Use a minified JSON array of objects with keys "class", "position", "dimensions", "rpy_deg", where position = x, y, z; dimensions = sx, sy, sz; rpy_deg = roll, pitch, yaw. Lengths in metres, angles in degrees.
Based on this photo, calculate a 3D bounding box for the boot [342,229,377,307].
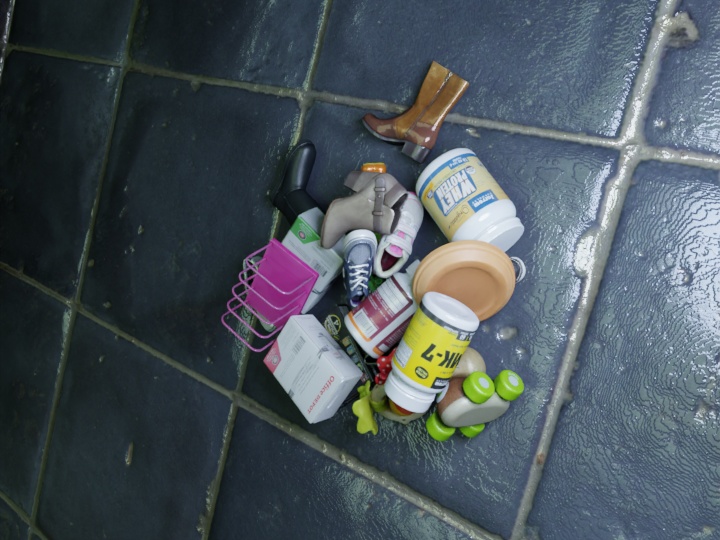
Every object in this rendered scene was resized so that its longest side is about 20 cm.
[{"class":"boot","position":[0.000,0.000,1.277],"dimensions":[0.072,0.201,0.091],"rpy_deg":[-4,64,-5]}]

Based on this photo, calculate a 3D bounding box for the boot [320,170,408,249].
[{"class":"boot","position":[0.009,-0.110,1.272],"dimensions":[0.145,0.070,0.202],"rpy_deg":[30,106,27]}]

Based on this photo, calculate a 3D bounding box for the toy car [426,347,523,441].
[{"class":"toy car","position":[0.195,0.205,1.224],"dimensions":[0.165,0.156,0.201],"rpy_deg":[-56,44,36]}]

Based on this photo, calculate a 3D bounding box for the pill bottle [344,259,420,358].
[{"class":"pill bottle","position":[0.073,0.078,1.277],"dimensions":[0.200,0.114,0.115],"rpy_deg":[-40,66,6]}]

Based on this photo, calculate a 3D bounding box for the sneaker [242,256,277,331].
[{"class":"sneaker","position":[-0.260,0.060,1.569],"dimensions":[0.073,0.071,0.202],"rpy_deg":[-27,73,29]}]

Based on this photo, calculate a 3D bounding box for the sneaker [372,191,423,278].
[{"class":"sneaker","position":[0.081,-0.065,1.295],"dimensions":[0.080,0.088,0.202],"rpy_deg":[17,106,-8]}]

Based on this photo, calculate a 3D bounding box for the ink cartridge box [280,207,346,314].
[{"class":"ink cartridge box","position":[-0.119,-0.020,1.427],"dimensions":[0.147,0.083,0.200],"rpy_deg":[44,125,6]}]

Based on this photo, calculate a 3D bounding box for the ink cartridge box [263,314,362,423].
[{"class":"ink cartridge box","position":[-0.111,0.221,1.398],"dimensions":[0.200,0.082,0.147],"rpy_deg":[46,114,27]}]

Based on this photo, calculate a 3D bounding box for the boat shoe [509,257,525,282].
[{"class":"boat shoe","position":[0.237,0.033,1.246],"dimensions":[0.199,0.060,0.075],"rpy_deg":[-26,79,31]}]

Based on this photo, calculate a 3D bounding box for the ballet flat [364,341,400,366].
[{"class":"ballet flat","position":[0.086,0.179,1.312],"dimensions":[0.199,0.056,0.067],"rpy_deg":[-25,86,49]}]

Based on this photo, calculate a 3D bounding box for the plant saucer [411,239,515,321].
[{"class":"plant saucer","position":[0.198,0.033,1.171],"dimensions":[0.200,0.200,0.038],"rpy_deg":[-39,30,25]}]

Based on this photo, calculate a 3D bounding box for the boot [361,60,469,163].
[{"class":"boot","position":[0.113,-0.364,1.346],"dimensions":[0.188,0.068,0.201],"rpy_deg":[37,106,30]}]

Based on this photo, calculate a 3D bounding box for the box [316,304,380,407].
[{"class":"box","position":[-0.055,0.204,1.439],"dimensions":[0.161,0.049,0.201],"rpy_deg":[-38,68,30]}]

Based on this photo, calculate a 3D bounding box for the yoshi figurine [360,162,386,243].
[{"class":"yoshi figurine","position":[0.023,-0.130,1.378],"dimensions":[0.111,0.112,0.203],"rpy_deg":[-14,82,48]}]

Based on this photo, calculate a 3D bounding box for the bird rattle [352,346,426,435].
[{"class":"bird rattle","position":[0.076,0.256,1.297],"dimensions":[0.201,0.162,0.113],"rpy_deg":[-52,23,27]}]

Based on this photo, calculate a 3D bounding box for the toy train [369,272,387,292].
[{"class":"toy train","position":[0.066,0.070,1.373],"dimensions":[0.056,0.041,0.201],"rpy_deg":[-48,64,34]}]

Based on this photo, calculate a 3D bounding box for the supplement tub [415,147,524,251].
[{"class":"supplement tub","position":[0.215,-0.125,1.218],"dimensions":[0.145,0.144,0.201],"rpy_deg":[-43,66,24]}]

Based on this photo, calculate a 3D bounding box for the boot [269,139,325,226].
[{"class":"boot","position":[-0.129,-0.189,1.490],"dimensions":[0.168,0.076,0.201],"rpy_deg":[49,120,29]}]

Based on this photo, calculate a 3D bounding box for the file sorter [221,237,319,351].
[{"class":"file sorter","position":[-0.212,0.062,1.390],"dimensions":[0.139,0.125,0.201],"rpy_deg":[37,126,12]}]

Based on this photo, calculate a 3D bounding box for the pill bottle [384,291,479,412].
[{"class":"pill bottle","position":[0.126,0.152,1.136],"dimensions":[0.114,0.114,0.202],"rpy_deg":[35,110,30]}]
